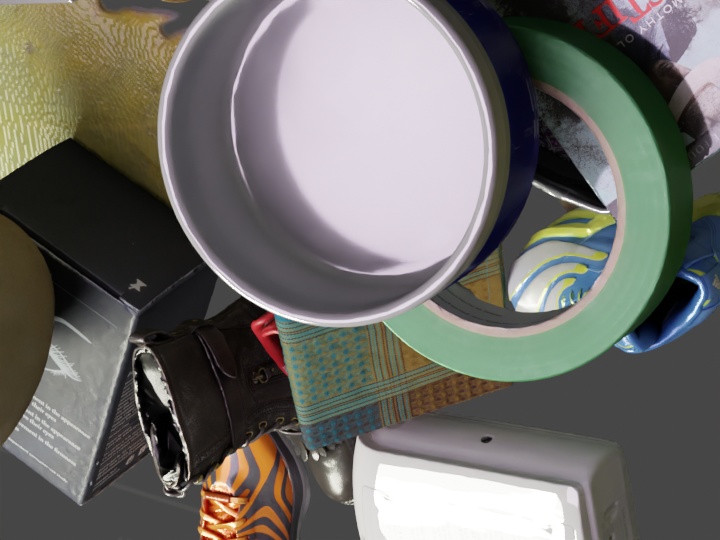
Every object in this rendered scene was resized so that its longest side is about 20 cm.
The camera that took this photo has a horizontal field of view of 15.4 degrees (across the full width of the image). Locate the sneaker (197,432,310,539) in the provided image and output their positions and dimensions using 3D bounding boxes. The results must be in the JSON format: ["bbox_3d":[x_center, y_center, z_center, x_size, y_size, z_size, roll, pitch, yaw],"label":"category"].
[{"bbox_3d":[-0.092,0.192,1.858,0.077,0.112,0.200,9,122,34],"label":"sneaker"}]

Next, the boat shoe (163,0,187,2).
[{"bbox_3d":[-0.138,-0.215,1.600,0.069,0.200,0.074,40,99,20],"label":"boat shoe"}]

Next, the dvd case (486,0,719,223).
[{"bbox_3d":[0.142,-0.147,1.479,0.146,0.022,0.200,-36,87,25],"label":"dvd case"}]

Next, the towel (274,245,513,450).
[{"bbox_3d":[0.020,0.024,1.630,0.200,0.146,0.022,81,170,-48],"label":"towel"}]

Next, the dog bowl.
[{"bbox_3d":[-0.006,-0.074,1.450,0.200,0.079,0.201,5,103,22],"label":"dog bowl"}]

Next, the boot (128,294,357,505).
[{"bbox_3d":[-0.075,0.099,1.743,0.069,0.174,0.200,-5,113,40],"label":"boot"}]

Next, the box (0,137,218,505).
[{"bbox_3d":[-0.198,0.036,1.849,0.148,0.104,0.200,36,133,16],"label":"box"}]

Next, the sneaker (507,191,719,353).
[{"bbox_3d":[0.147,0.007,1.561,0.200,0.105,0.076,-20,103,43],"label":"sneaker"}]

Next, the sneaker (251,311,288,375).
[{"bbox_3d":[0.000,0.000,1.664,0.078,0.116,0.200,33,133,16],"label":"sneaker"}]

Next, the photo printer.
[{"bbox_3d":[0.086,0.177,1.740,0.200,0.069,0.167,7,121,36],"label":"photo printer"}]

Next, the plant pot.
[{"bbox_3d":[-0.277,0.029,1.739,0.200,0.134,0.201,20,127,29],"label":"plant pot"}]

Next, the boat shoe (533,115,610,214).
[{"bbox_3d":[0.085,-0.092,1.573,0.200,0.069,0.072,35,133,16],"label":"boat shoe"}]

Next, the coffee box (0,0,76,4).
[{"bbox_3d":[-0.196,-0.278,1.646,0.080,0.114,0.200,3,117,38],"label":"coffee box"}]

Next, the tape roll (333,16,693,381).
[{"bbox_3d":[0.084,-0.040,1.488,0.200,0.048,0.201,5,104,22],"label":"tape roll"}]
